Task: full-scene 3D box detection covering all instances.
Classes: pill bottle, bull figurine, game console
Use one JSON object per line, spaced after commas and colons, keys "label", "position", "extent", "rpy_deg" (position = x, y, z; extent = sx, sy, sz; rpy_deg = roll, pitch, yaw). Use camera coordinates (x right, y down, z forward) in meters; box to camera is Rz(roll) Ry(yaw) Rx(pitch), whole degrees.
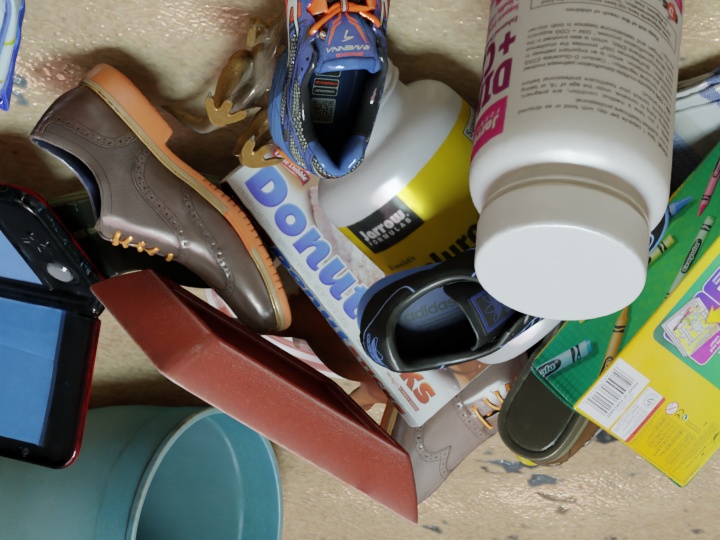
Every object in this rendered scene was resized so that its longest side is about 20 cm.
{"label": "pill bottle", "position": [0.121, -0.080, 1.553], "extent": [0.113, 0.200, 0.113], "rpy_deg": [6, 146, 4]}
{"label": "bull figurine", "position": [-0.020, 0.033, 1.837], "extent": [0.121, 0.065, 0.200], "rpy_deg": [-10, 140, 33]}
{"label": "game console", "position": [-0.278, 0.025, 1.828], "extent": [0.200, 0.119, 0.172], "rpy_deg": [10, 150, 31]}
{"label": "pill bottle", "position": [0.044, -0.046, 1.679], "extent": [0.200, 0.111, 0.111], "rpy_deg": [43, 136, -15]}

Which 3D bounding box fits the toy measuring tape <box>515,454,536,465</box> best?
{"label": "toy measuring tape", "position": [0.146, 0.051, 1.889], "extent": [0.074, 0.074, 0.200], "rpy_deg": [15, 124, -9]}

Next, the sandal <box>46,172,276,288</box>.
{"label": "sandal", "position": [-0.134, -0.034, 1.813], "extent": [0.201, 0.057, 0.080], "rpy_deg": [1, 116, 37]}

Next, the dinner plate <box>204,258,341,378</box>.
{"label": "dinner plate", "position": [-0.007, 0.015, 1.884], "extent": [0.200, 0.024, 0.200], "rpy_deg": [5, 146, 4]}

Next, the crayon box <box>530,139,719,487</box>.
{"label": "crayon box", "position": [0.213, 0.021, 1.667], "extent": [0.200, 0.058, 0.119], "rpy_deg": [-50, 129, 5]}

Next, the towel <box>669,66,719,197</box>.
{"label": "towel", "position": [0.183, -0.064, 1.725], "extent": [0.200, 0.024, 0.147], "rpy_deg": [-15, 142, 34]}

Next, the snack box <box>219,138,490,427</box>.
{"label": "snack box", "position": [0.000, 0.000, 1.738], "extent": [0.200, 0.072, 0.024], "rpy_deg": [52, 166, -8]}

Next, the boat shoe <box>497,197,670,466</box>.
{"label": "boat shoe", "position": [0.162, 0.037, 1.745], "extent": [0.200, 0.072, 0.068], "rpy_deg": [-50, 157, 7]}

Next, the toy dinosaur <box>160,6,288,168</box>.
{"label": "toy dinosaur", "position": [-0.066, -0.109, 1.653], "extent": [0.060, 0.106, 0.200], "rpy_deg": [29, 135, -13]}

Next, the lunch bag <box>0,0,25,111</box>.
{"label": "lunch bag", "position": [-0.278, -0.155, 1.636], "extent": [0.161, 0.083, 0.200], "rpy_deg": [14, 146, -7]}

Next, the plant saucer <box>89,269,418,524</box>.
{"label": "plant saucer", "position": [-0.062, 0.070, 1.736], "extent": [0.200, 0.037, 0.200], "rpy_deg": [33, -178, -24]}

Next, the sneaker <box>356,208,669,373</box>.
{"label": "sneaker", "position": [0.094, 0.007, 1.601], "extent": [0.200, 0.078, 0.070], "rpy_deg": [-27, 107, 0]}

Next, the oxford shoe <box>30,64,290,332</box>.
{"label": "oxford shoe", "position": [-0.123, -0.030, 1.706], "extent": [0.200, 0.073, 0.071], "rpy_deg": [49, 162, 3]}

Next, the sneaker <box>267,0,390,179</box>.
{"label": "sneaker", "position": [-0.009, -0.142, 1.545], "extent": [0.075, 0.078, 0.200], "rpy_deg": [-6, 114, -13]}

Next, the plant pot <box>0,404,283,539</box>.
{"label": "plant pot", "position": [-0.188, 0.189, 2.049], "extent": [0.188, 0.200, 0.200], "rpy_deg": [7, 150, 31]}

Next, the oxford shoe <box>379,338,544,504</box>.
{"label": "oxford shoe", "position": [0.080, 0.074, 1.790], "extent": [0.073, 0.200, 0.071], "rpy_deg": [24, 166, 47]}
